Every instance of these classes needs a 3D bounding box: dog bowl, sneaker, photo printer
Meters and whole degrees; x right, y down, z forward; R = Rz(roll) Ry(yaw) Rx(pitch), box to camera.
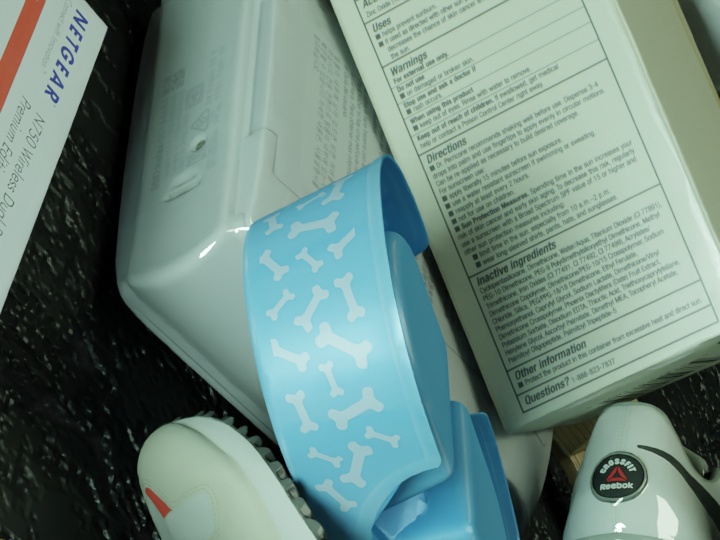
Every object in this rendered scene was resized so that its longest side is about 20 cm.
[{"bbox_3d":[0.011,0.059,0.928,0.112,0.049,0.200,-92,165,-53],"label":"dog bowl"},{"bbox_3d":[-0.040,0.125,0.862,0.200,0.093,0.070,53,-15,39],"label":"sneaker"},{"bbox_3d":[0.000,0.000,1.048,0.200,0.069,0.167,44,32,-34],"label":"photo printer"},{"bbox_3d":[0.119,0.114,1.074,0.200,0.074,0.089,68,26,-59],"label":"sneaker"}]

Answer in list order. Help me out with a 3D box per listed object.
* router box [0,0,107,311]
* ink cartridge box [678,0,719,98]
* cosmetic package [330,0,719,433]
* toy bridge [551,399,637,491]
[{"bbox_3d":[-0.165,-0.071,0.840,0.180,0.049,0.200,50,30,-25],"label":"router box"},{"bbox_3d":[0.115,-0.146,1.167,0.147,0.083,0.200,40,36,0],"label":"ink cartridge box"},{"bbox_3d":[0.069,-0.053,1.028,0.071,0.105,0.201,-1,68,-63],"label":"cosmetic package"},{"bbox_3d":[0.134,0.136,1.163,0.200,0.067,0.027,52,25,13],"label":"toy bridge"}]
